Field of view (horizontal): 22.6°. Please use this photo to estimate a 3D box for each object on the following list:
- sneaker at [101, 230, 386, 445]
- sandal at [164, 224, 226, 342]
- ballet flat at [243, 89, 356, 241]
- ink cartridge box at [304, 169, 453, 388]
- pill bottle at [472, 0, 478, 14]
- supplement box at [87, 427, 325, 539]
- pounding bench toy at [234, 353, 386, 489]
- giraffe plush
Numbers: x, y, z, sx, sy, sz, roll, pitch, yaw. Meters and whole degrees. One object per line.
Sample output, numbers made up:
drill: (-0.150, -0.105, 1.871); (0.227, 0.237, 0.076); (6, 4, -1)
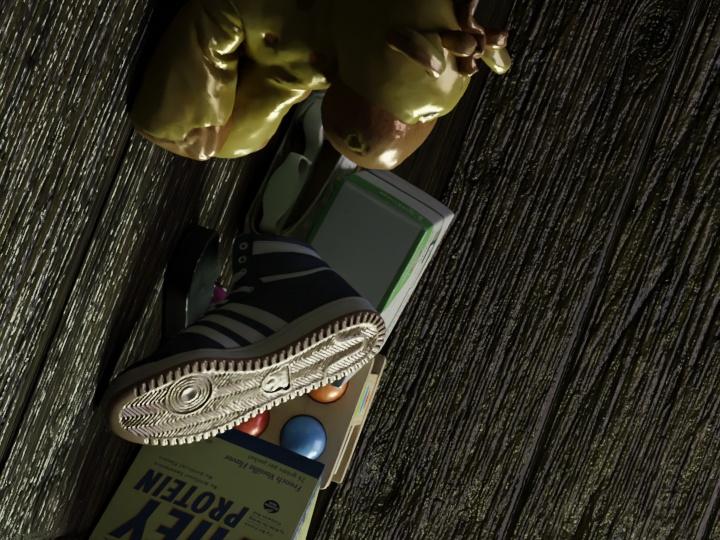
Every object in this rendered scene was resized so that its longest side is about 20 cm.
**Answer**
sneaker: (-0.093, 0.041, 1.201); (0.198, 0.109, 0.071); (-18, 137, -23)
sandal: (-0.108, 0.041, 1.288); (0.201, 0.047, 0.076); (96, 16, -64)
ballet flat: (-0.037, -0.091, 1.437); (0.062, 0.067, 0.202); (72, 38, -65)
ink cartridge box: (0.000, 0.000, 1.458); (0.147, 0.084, 0.200); (-61, 174, 10)
pill bottle: (0.059, -0.273, 1.472); (0.111, 0.110, 0.202); (95, 17, -70)
supplement box: (-0.134, 0.251, 1.346); (0.201, 0.133, 0.201); (-64, 172, -47)
pounding bench toy: (-0.047, 0.079, 1.620); (0.156, 0.123, 0.202); (44, 66, -83)
giraffe plush: (-0.008, -0.125, 0.961); (0.173, 0.161, 0.201); (-47, 159, -42)
